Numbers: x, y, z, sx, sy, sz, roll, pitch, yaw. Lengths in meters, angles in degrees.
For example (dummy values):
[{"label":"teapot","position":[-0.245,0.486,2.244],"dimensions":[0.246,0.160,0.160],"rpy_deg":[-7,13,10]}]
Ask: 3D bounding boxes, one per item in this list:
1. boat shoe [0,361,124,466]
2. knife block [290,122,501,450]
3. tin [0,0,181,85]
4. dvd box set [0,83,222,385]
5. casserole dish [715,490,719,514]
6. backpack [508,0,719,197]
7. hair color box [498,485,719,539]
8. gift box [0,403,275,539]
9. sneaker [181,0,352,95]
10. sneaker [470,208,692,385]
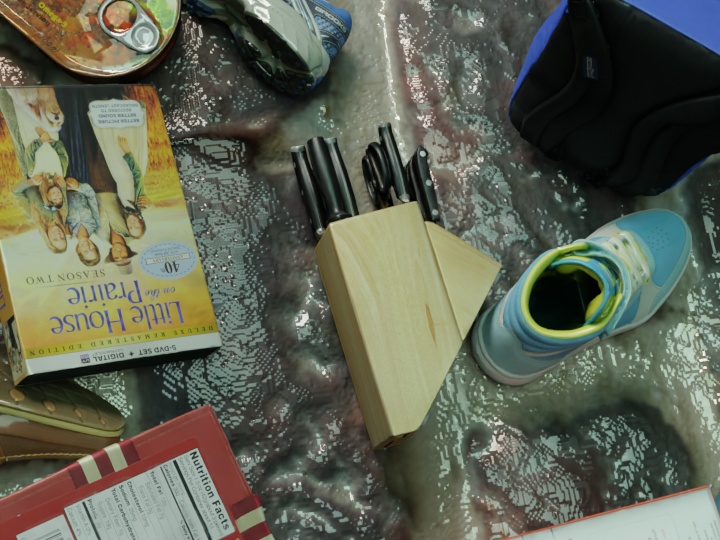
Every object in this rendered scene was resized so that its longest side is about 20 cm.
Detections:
[{"label":"boat shoe","position":[-0.255,0.099,0.864],"dimensions":[0.198,0.072,0.068],"rpy_deg":[11,104,-17]},{"label":"knife block","position":[0.000,0.000,0.944],"dimensions":[0.175,0.064,0.201],"rpy_deg":[29,70,-1]},{"label":"tin","position":[-0.217,-0.219,0.967],"dimensions":[0.200,0.042,0.112],"rpy_deg":[40,86,3]},{"label":"dvd box set","position":[-0.184,-0.030,0.906],"dimensions":[0.145,0.029,0.202],"rpy_deg":[-6,73,-35]},{"label":"casserole dish","position":[0.295,0.229,0.951],"dimensions":[0.121,0.039,0.201],"rpy_deg":[32,69,-2]},{"label":"backpack","position":[0.213,-0.156,0.966],"dimensions":[0.162,0.200,0.168],"rpy_deg":[32,60,2]},{"label":"hair color box","position":[0.149,0.220,0.890],"dimensions":[0.198,0.061,0.102],"rpy_deg":[-13,71,-6]},{"label":"gift box","position":[-0.165,0.197,0.781],"dimensions":[0.199,0.187,0.186],"rpy_deg":[-17,79,-32]},{"label":"sneaker","position":[-0.087,-0.224,0.997],"dimensions":[0.200,0.077,0.085],"rpy_deg":[47,60,-4]},{"label":"sneaker","position":[0.178,0.005,0.944],"dimensions":[0.199,0.131,0.080],"rpy_deg":[-35,81,-20]}]
